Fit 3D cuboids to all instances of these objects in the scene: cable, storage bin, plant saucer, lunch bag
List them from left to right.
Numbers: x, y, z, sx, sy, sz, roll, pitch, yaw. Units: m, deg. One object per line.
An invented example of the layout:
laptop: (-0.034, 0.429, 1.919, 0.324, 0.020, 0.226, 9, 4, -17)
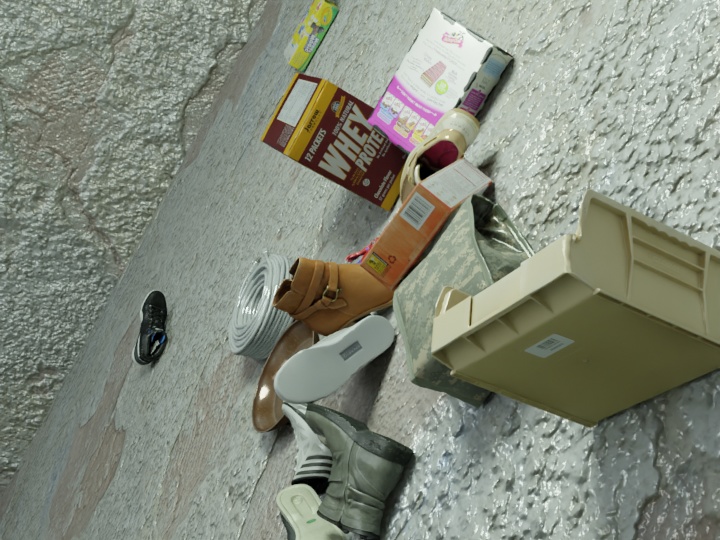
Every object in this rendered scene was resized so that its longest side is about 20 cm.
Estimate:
cable: (-0.175, 0.067, 1.934, 0.200, 0.069, 0.200, -64, 22, 3)
plant saucer: (-0.114, 0.175, 1.714, 0.200, 0.037, 0.201, -50, 25, 34)
lunch bag: (0.124, 0.027, 1.212, 0.164, 0.117, 0.200, -54, 28, 28)
storage bin: (0.195, 0.041, 0.918, 0.200, 0.198, 0.094, -37, 38, 49)

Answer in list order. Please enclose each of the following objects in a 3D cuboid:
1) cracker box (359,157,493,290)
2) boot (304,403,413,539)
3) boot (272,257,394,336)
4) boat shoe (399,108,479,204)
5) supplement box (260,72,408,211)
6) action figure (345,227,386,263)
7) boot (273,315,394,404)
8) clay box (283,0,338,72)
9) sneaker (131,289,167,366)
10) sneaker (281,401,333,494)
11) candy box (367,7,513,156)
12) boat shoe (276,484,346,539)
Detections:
cracker box: (0.088, -0.064, 1.350, 0.134, 0.058, 0.200, -54, -9, 25)
boot: (-0.028, 0.253, 1.332, 0.200, 0.068, 0.131, 20, 84, 51)
boot: (-0.021, 0.009, 1.515, 0.200, 0.154, 0.074, -58, 22, 15)
boat shoe: (0.097, -0.142, 1.475, 0.069, 0.074, 0.200, -58, -2, -40)
supplement box: (-0.031, -0.214, 1.728, 0.133, 0.197, 0.200, -61, 21, 4)
action figure: (0.000, 0.000, 1.631, 0.200, 0.052, 0.066, -48, 22, 30)
boot: (-0.045, 0.133, 1.460, 0.200, 0.074, 0.096, -27, -7, -30)
clay box: (-0.114, -0.589, 2.549, 0.200, 0.048, 0.115, -57, 22, 16)
sneaker: (-0.512, 0.139, 2.652, 0.112, 0.073, 0.201, -21, 55, 56)
sneaker: (-0.083, 0.249, 1.502, 0.116, 0.076, 0.200, -65, 23, -5)
candy box: (0.115, -0.267, 1.558, 0.136, 0.061, 0.200, 44, 110, 35)
boat shoe: (-0.057, 0.360, 1.361, 0.200, 0.072, 0.068, -126, 27, -59)
